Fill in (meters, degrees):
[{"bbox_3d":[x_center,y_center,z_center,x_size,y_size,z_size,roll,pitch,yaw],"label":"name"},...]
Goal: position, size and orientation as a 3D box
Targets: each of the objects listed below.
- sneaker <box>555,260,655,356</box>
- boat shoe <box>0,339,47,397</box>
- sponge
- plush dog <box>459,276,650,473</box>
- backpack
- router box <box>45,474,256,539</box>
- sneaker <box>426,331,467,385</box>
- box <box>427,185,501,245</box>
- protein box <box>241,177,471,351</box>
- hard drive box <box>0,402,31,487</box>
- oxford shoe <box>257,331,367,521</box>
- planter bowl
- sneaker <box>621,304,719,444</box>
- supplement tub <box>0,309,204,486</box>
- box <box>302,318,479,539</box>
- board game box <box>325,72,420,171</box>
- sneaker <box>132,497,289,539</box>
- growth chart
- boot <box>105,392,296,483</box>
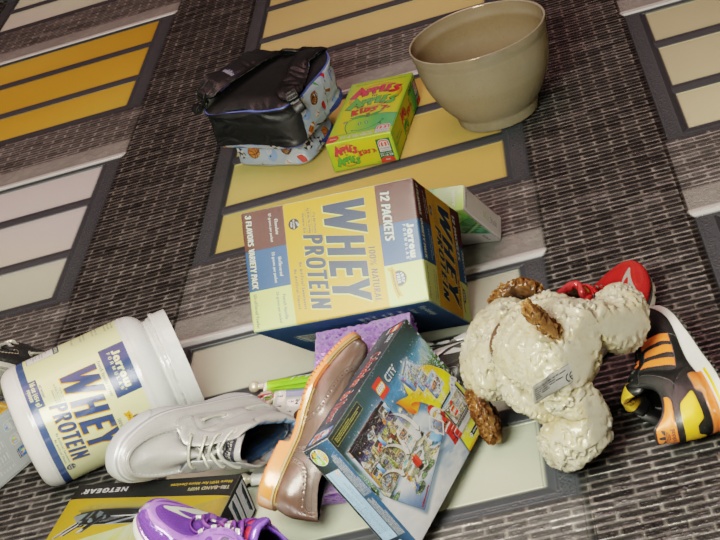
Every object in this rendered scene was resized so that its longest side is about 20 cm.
[{"bbox_3d":[0.246,0.041,1.627,0.077,0.085,0.200,12,42,42],"label":"sneaker"},{"bbox_3d":[-0.405,0.114,1.808,0.074,0.200,0.061,-23,67,23],"label":"boat shoe"},{"bbox_3d":[0.003,0.142,1.583,0.111,0.030,0.201,-11,53,18],"label":"sponge"},{"bbox_3d":[0.163,0.082,1.500,0.171,0.160,0.201,-7,56,54],"label":"plush dog"},{"bbox_3d":[-0.117,-0.253,2.309,0.199,0.155,0.191,7,45,30],"label":"backpack"},{"bbox_3d":[-0.223,0.280,1.539,0.199,0.052,0.158,-8,31,22],"label":"router box"},{"bbox_3d":[0.078,0.116,1.621,0.199,0.067,0.091,-17,26,1],"label":"sneaker"},{"bbox_3d":[0.058,-0.058,1.880,0.199,0.144,0.037,-8,73,22],"label":"box"},{"bbox_3d":[0.000,0.000,1.707,0.199,0.136,0.198,-11,-12,16],"label":"protein box"},{"bbox_3d":[-0.502,0.233,1.775,0.155,0.077,0.200,6,38,41],"label":"hard drive box"},{"bbox_3d":[-0.029,0.158,1.534,0.072,0.071,0.201,20,73,17],"label":"oxford shoe"},{"bbox_3d":[0.182,-0.283,2.187,0.199,0.135,0.201,-15,29,9],"label":"planter bowl"},{"bbox_3d":[0.290,0.101,1.509,0.089,0.070,0.200,-19,30,-5],"label":"sneaker"},{"bbox_3d":[-0.289,0.140,1.728,0.199,0.146,0.145,-25,28,-9],"label":"supplement tub"},{"bbox_3d":[0.039,0.158,1.492,0.038,0.137,0.200,-32,13,39],"label":"box"},{"bbox_3d":[0.021,-0.223,2.276,0.101,0.048,0.200,-10,30,18],"label":"board game box"},{"bbox_3d":[-0.116,0.251,1.423,0.199,0.084,0.081,19,36,13],"label":"sneaker"},{"bbox_3d":[-0.063,0.170,1.671,0.144,0.018,0.200,-13,30,10],"label":"growth chart"},{"bbox_3d":[-0.158,0.176,1.581,0.199,0.074,0.095,-19,20,-39],"label":"boot"}]
